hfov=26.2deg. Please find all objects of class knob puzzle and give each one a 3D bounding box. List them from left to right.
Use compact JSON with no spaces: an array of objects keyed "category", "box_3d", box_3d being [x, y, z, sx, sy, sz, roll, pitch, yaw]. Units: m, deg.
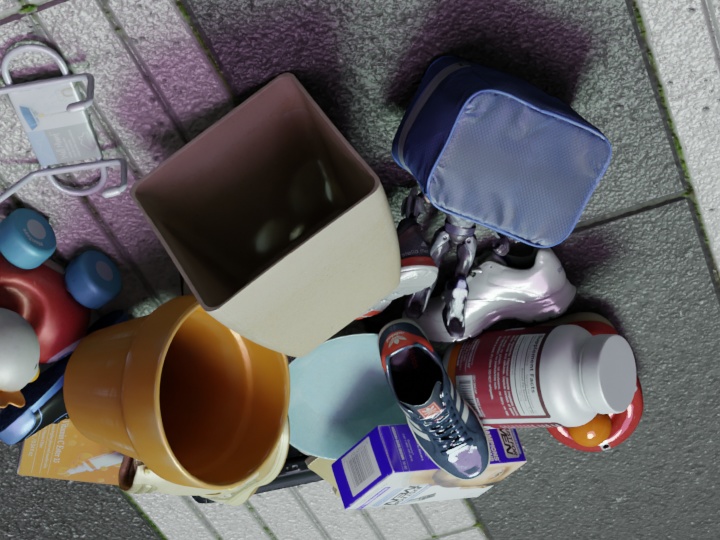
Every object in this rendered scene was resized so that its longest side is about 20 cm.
[{"category":"knob puzzle","box_3d":[0.040,0.207,1.910,0.219,0.030,0.220,-22,142,-19]}]

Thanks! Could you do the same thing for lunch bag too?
[{"category":"lunch bag","box_3d":[0.141,-0.120,1.531,0.200,0.132,0.136,21,108,-26]}]

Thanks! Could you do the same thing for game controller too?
[{"category":"game controller","box_3d":[-0.117,0.258,1.949,0.200,0.042,0.104,-12,173,8]}]

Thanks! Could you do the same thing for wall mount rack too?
[{"category":"wall mount rack","box_3d":[-0.329,-0.121,1.524,0.173,0.075,0.200,-10,135,5]}]

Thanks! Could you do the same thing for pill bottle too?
[{"category":"pill bottle","box_3d":[0.198,0.118,1.716,0.200,0.113,0.113,-5,143,38]}]

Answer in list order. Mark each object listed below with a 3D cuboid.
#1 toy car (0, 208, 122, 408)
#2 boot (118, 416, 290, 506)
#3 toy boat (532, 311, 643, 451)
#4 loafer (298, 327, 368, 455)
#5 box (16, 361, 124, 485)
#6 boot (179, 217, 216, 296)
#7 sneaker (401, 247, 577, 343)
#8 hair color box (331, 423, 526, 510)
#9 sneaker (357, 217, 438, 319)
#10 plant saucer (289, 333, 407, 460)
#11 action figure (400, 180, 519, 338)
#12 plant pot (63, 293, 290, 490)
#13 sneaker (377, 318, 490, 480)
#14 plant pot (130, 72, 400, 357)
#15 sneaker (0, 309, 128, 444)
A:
[{"category":"toy car","box_3d":[-0.370,0.076,1.636,0.184,0.200,0.177,-34,129,27]},{"category":"boot","box_3d":[-0.176,0.201,1.729,0.155,0.073,0.200,10,147,-24]},{"category":"toy boat","box_3d":[0.264,0.153,1.827,0.130,0.131,0.200,-19,134,14]},{"category":"loafer","box_3d":[-0.046,0.141,1.836,0.070,0.070,0.200,15,127,-11]},{"category":"box","box_3d":[-0.294,0.178,1.822,0.200,0.098,0.125,8,135,-14]},{"category":"boot","box_3d":[-0.125,-0.005,1.678,0.144,0.072,0.200,-8,136,-8]},{"category":"sneaker","box_3d":[0.138,0.022,1.737,0.200,0.075,0.087,-17,114,12]},{"category":"hair color box","box_3d":[0.080,0.223,1.791,0.200,0.065,0.109,-1,151,-36]},{"category":"sneaker","box_3d":[0.000,0.000,1.647,0.200,0.082,0.077,-23,161,36]},{"category":"plant saucer","box_3d":[-0.005,0.135,1.767,0.201,0.039,0.201,-5,131,-6]},{"category":"action figure","box_3d":[0.103,-0.033,1.649,0.130,0.069,0.200,15,121,5]},{"category":"plant pot","box_3d":[-0.207,0.123,1.629,0.183,0.200,0.200,0,145,39]},{"category":"sneaker","box_3d":[0.078,0.150,1.671,0.075,0.085,0.200,-31,102,6]},{"category":"plant pot","box_3d":[-0.073,-0.034,1.529,0.200,0.200,0.177,-37,141,-1]},{"category":"sneaker","box_3d":[-0.313,0.134,1.719,0.070,0.200,0.078,6,135,58]}]
